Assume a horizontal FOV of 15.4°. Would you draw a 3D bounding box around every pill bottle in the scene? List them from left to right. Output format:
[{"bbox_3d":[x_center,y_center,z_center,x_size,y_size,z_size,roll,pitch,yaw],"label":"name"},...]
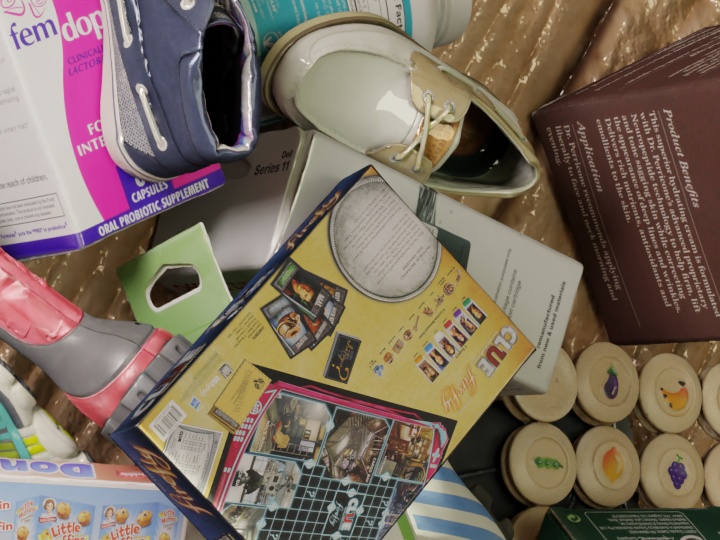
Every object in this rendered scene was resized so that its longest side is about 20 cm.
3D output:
[{"bbox_3d":[-0.034,-0.143,1.504,0.200,0.111,0.111,-17,96,-35],"label":"pill bottle"}]

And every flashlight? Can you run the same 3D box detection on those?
[{"bbox_3d":[-0.169,0.016,1.372,0.200,0.068,0.068,38,97,1],"label":"flashlight"}]

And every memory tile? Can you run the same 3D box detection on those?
[{"bbox_3d":[0.169,0.122,1.612,0.200,0.017,0.154,7,76,-31],"label":"memory tile"}]

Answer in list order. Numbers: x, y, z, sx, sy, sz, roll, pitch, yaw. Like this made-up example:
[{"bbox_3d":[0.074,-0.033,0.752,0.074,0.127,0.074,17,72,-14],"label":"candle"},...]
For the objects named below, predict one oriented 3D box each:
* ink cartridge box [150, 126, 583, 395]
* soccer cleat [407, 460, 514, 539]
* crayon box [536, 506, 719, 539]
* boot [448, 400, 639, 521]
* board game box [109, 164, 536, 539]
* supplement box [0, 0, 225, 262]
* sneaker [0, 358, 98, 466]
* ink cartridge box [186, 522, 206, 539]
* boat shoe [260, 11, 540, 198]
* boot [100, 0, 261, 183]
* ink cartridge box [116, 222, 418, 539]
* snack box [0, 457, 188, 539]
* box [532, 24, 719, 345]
[{"bbox_3d":[0.000,0.000,1.498,0.200,0.147,0.083,26,73,-29],"label":"ink cartridge box"},{"bbox_3d":[0.013,0.120,1.477,0.200,0.070,0.086,50,49,-20],"label":"soccer cleat"},{"bbox_3d":[0.144,0.236,1.574,0.126,0.052,0.200,2,119,-29],"label":"crayon box"},{"bbox_3d":[0.078,0.158,1.589,0.200,0.066,0.165,-5,81,-38],"label":"boot"},{"bbox_3d":[-0.015,0.062,1.355,0.136,0.035,0.200,48,60,-11],"label":"board game box"},{"bbox_3d":[-0.168,-0.117,1.416,0.101,0.103,0.200,-27,101,-34],"label":"supplement box"},{"bbox_3d":[-0.204,0.090,1.398,0.080,0.077,0.200,-45,110,-15],"label":"sneaker"},{"bbox_3d":[-0.056,0.198,1.486,0.116,0.067,0.200,-28,96,-33],"label":"ink cartridge box"},{"bbox_3d":[0.029,-0.087,1.466,0.200,0.068,0.075,12,113,-49],"label":"boat shoe"},{"bbox_3d":[-0.091,-0.148,1.356,0.073,0.090,0.200,-8,91,-37],"label":"boot"},{"bbox_3d":[-0.050,0.072,1.415,0.059,0.104,0.200,-21,88,-33],"label":"ink cartridge box"},{"bbox_3d":[-0.190,0.133,1.378,0.200,0.024,0.072,5,109,-15],"label":"snack box"},{"bbox_3d":[0.246,-0.060,1.639,0.164,0.200,0.166,-26,102,-33],"label":"box"}]
